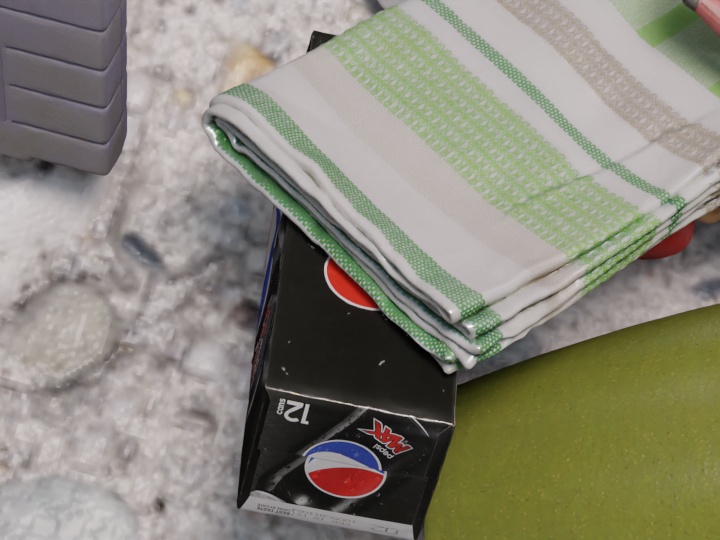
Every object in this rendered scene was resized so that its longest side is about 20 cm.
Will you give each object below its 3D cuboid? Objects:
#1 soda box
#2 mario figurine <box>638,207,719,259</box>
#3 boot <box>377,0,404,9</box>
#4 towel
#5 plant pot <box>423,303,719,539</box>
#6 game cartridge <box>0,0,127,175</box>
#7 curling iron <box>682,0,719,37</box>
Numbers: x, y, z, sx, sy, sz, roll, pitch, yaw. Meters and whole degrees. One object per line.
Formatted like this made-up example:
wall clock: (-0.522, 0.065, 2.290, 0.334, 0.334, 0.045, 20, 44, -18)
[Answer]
soda box: (0.000, 0.000, 0.829, 0.070, 0.064, 0.201, 11, 42, -5)
mario figurine: (0.145, -0.087, 0.892, 0.200, 0.123, 0.106, -41, 103, -20)
boot: (0.091, -0.175, 0.938, 0.199, 0.096, 0.074, -25, 121, 10)
towel: (0.062, -0.061, 0.815, 0.199, 0.031, 0.149, -32, 59, -26)
plant pot: (0.127, 0.092, 0.823, 0.198, 0.187, 0.189, -1, 74, 11)
game cartridge: (-0.183, -0.107, 0.838, 0.198, 0.130, 0.039, 15, 57, 5)
curling iron: (0.188, -0.052, 0.794, 0.049, 0.026, 0.200, -35, 72, -28)
